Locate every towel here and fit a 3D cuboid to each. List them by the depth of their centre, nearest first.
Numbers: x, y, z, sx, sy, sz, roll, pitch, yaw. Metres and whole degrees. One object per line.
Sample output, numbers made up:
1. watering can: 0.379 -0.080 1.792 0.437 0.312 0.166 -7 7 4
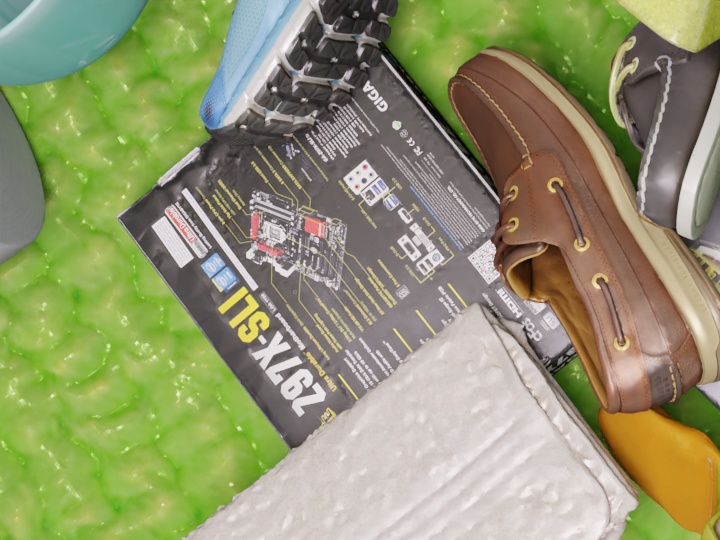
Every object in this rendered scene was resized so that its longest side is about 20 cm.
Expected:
1. towel: 0.021 0.121 0.894 0.200 0.034 0.133 -39 66 10

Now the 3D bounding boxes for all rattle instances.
1. rattle: 0.228 0.072 0.851 0.200 0.143 0.130 -37 113 5

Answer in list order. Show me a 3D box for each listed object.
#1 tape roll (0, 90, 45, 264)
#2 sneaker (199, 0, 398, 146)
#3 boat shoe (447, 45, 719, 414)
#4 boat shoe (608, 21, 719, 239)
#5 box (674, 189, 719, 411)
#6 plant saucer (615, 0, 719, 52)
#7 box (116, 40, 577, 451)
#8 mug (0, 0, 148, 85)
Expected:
1. tape roll: -0.244 -0.078 0.942 0.066 0.200 0.200 -35 79 13
2. sneaker: -0.028 -0.153 0.916 0.090 0.078 0.200 27 93 27
3. boat shoe: 0.090 -0.021 0.873 0.068 0.072 0.200 -27 62 -11
4. boat shoe: 0.143 -0.087 0.868 0.060 0.201 0.072 13 131 10
5. box: 0.232 0.017 0.898 0.159 0.046 0.200 -46 77 8
6. plant saucer: 0.123 -0.199 0.863 0.200 0.200 0.048 42 128 13
7. box: 0.000 0.000 0.956 0.160 0.049 0.200 -41 78 11
8. mug: -0.161 -0.178 0.926 0.152 0.114 0.185 43 100 19
